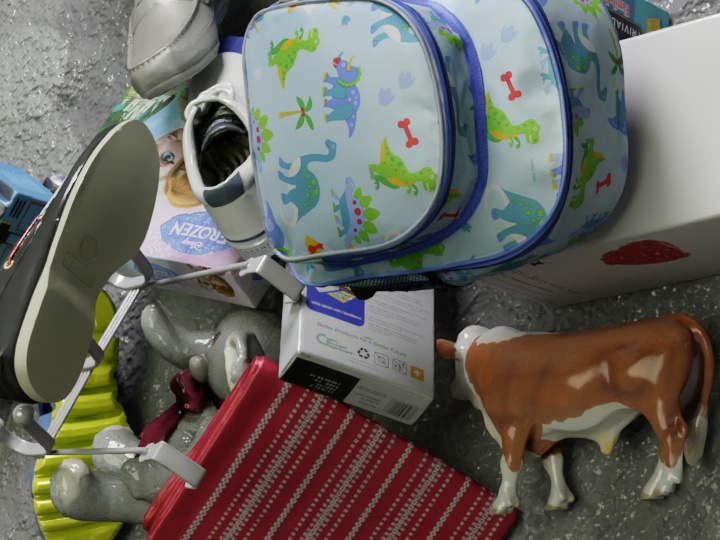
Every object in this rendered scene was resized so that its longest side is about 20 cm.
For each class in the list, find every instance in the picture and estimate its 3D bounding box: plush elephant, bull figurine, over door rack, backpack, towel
[{"bbox_3d":[-0.097,0.088,1.388,0.199,0.165,0.156,9,97,12],"label":"plush elephant"},{"bbox_3d":[0.126,0.083,1.274,0.199,0.065,0.122,-12,78,40],"label":"bull figurine"},{"bbox_3d":[-0.144,0.049,1.303,0.199,0.067,0.148,2,57,49],"label":"over door rack"},{"bbox_3d":[0.039,-0.079,1.164,0.199,0.147,0.184,-7,90,33],"label":"backpack"},{"bbox_3d":[-0.020,0.156,1.310,0.145,0.199,0.023,-56,12,13],"label":"towel"}]

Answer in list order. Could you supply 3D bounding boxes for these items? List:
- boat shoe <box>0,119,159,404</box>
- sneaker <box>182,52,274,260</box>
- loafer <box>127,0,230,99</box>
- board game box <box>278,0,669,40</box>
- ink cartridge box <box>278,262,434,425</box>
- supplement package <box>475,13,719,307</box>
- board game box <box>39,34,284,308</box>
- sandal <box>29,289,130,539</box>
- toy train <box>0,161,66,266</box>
[{"bbox_3d":[-0.182,-0.010,1.283,0.063,0.074,0.202,1,56,33],"label":"boat shoe"},{"bbox_3d":[-0.082,-0.093,1.367,0.073,0.071,0.200,-28,39,6],"label":"sneaker"},{"bbox_3d":[-0.134,-0.178,1.451,0.070,0.070,0.200,-27,22,13],"label":"loafer"},{"bbox_3d":[0.070,-0.153,1.320,0.199,0.151,0.047,-1,79,38],"label":"board game box"},{"bbox_3d":[0.000,0.000,1.336,0.037,0.094,0.201,-52,26,43],"label":"ink cartridge box"},{"bbox_3d":[0.165,-0.060,1.243,0.199,0.121,0.121,-13,71,35],"label":"supplement package"},{"bbox_3d":[-0.104,-0.076,1.452,0.199,0.041,0.200,9,57,38],"label":"board game box"},{"bbox_3d":[-0.206,0.109,1.528,0.087,0.079,0.201,164,107,-73],"label":"sandal"},{"bbox_3d":[-0.283,0.011,1.574,0.087,0.114,0.201,38,102,38],"label":"toy train"}]
